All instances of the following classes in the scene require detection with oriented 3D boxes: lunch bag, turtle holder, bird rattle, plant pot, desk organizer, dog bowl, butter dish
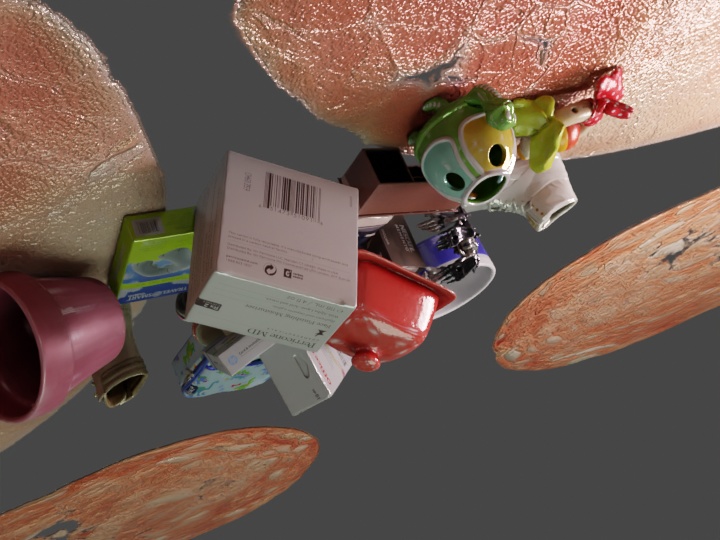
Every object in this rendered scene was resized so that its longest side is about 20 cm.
[{"bbox_3d":[-0.227,0.154,2.019,0.199,0.083,0.161,-4,148,-41],"label":"lunch bag"},{"bbox_3d":[0.164,-0.177,1.578,0.185,0.133,0.140,-39,151,29],"label":"turtle holder"},{"bbox_3d":[0.310,-0.229,1.702,0.199,0.113,0.163,-30,172,-18],"label":"bird rattle"},{"bbox_3d":[-0.435,0.090,1.561,0.200,0.201,0.178,-39,169,35],"label":"plant pot"},{"bbox_3d":[0.075,-0.134,1.675,0.199,0.072,0.077,-5,150,-36],"label":"desk organizer"},{"bbox_3d":[0.139,0.013,2.031,0.199,0.079,0.200,-24,158,-10],"label":"dog bowl"},{"bbox_3d":[0.016,0.082,1.707,0.198,0.149,0.200,24,147,-27],"label":"butter dish"}]

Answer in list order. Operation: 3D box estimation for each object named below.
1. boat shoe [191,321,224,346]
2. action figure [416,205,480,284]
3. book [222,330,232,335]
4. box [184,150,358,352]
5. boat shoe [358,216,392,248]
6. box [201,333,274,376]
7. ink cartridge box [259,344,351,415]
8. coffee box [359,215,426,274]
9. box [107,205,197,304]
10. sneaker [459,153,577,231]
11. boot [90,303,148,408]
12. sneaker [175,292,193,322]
[{"bbox_3d":[-0.189,0.063,1.875,0.199,0.072,0.063,-27,-162,-12],"label":"boat shoe"},{"bbox_3d":[0.139,-0.040,1.761,0.101,0.120,0.200,-11,-174,7],"label":"action figure"},{"bbox_3d":[-0.126,0.027,1.714,0.133,0.048,0.200,-40,-175,-37],"label":"book"},{"bbox_3d":[-0.116,-0.024,1.500,0.197,0.202,0.131,15,144,-20],"label":"box"},{"bbox_3d":[-0.043,-0.069,1.698,0.199,0.075,0.093,1,141,-45],"label":"boat shoe"},{"bbox_3d":[-0.164,0.098,1.745,0.155,0.041,0.200,-37,-171,-12],"label":"box"},{"bbox_3d":[-0.095,0.141,1.928,0.084,0.145,0.200,-28,-174,15],"label":"ink cartridge box"},{"bbox_3d":[0.000,0.000,1.845,0.079,0.114,0.200,1,148,-45],"label":"coffee box"},{"bbox_3d":[-0.293,-0.016,1.622,0.121,0.048,0.200,-11,154,-26],"label":"box"},{"bbox_3d":[0.253,-0.111,1.835,0.198,0.116,0.074,-22,160,2],"label":"sneaker"},{"bbox_3d":[-0.407,0.141,1.718,0.199,0.156,0.072,-35,155,29],"label":"boot"},{"bbox_3d":[-0.213,0.005,1.714,0.199,0.074,0.087,-32,154,13],"label":"sneaker"}]
